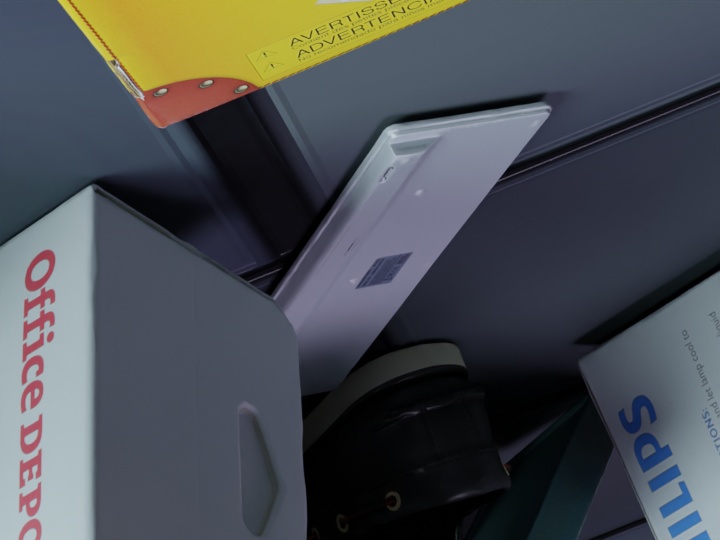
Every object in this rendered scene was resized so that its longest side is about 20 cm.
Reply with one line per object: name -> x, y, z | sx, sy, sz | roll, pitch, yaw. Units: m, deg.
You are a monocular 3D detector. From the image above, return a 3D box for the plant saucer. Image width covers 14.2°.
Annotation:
plant saucer -> 0.056, 0.104, 1.076 | 0.070, 0.019, 0.200 | -43, -173, 26

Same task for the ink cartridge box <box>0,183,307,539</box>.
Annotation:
ink cartridge box -> -0.116, 0.091, 0.822 | 0.200, 0.145, 0.084 | -32, 132, 28

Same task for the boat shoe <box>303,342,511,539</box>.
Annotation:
boat shoe -> -0.002, 0.096, 1.094 | 0.074, 0.063, 0.201 | -14, 160, -26

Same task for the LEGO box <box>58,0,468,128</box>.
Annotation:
LEGO box -> 0.020, -0.119, 0.538 | 0.200, 0.077, 0.149 | -22, 160, 4

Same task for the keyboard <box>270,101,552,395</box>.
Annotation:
keyboard -> 0.000, 0.000, 0.926 | 0.056, 0.011, 0.200 | -16, 160, -28

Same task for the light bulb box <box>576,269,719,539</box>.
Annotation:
light bulb box -> 0.229, 0.042, 1.086 | 0.200, 0.125, 0.198 | -35, 156, 32
